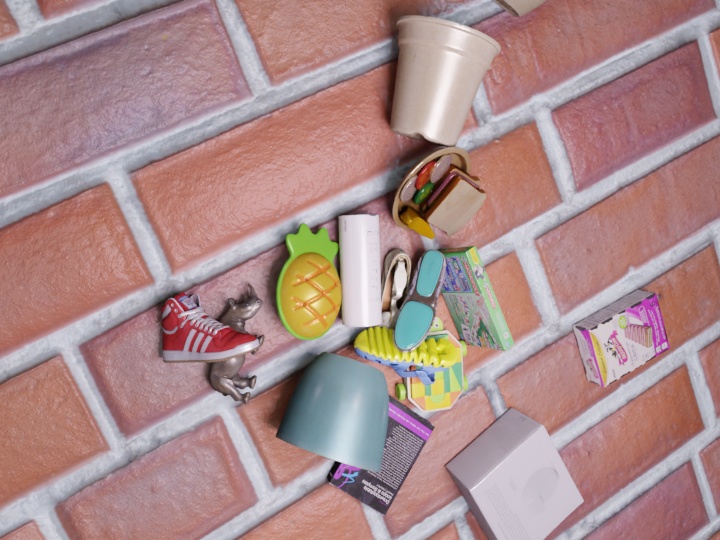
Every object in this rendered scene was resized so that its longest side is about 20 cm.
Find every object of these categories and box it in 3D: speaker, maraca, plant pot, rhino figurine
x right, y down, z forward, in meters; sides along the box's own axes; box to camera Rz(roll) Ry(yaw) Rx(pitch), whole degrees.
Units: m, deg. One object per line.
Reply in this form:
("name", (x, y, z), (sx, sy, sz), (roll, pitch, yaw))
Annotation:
("speaker", (0.000, 0.000, 1.028), (0.078, 0.081, 0.209), (-3, 94, -16))
("maraca", (-0.090, 0.021, 0.991), (0.134, 0.105, 0.209), (9, 81, -39))
("plant pot", (0.135, -0.333, 1.006), (0.193, 0.201, 0.190), (12, 102, -17))
("plant pot", (-0.035, 0.243, 0.981), (0.195, 0.200, 0.166), (22, 76, -17))
("rhino figurine", (-0.219, 0.126, 0.980), (0.084, 0.060, 0.208), (11, 89, 3))

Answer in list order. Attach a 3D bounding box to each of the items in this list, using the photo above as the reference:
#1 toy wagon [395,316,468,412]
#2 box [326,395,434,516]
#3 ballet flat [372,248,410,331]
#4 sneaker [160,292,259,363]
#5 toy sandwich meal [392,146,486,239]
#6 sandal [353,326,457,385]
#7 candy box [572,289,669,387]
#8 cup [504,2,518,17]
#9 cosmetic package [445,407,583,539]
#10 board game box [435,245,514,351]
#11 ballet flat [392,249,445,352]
("toy wagon", (0.143, 0.177, 1.106), (0.149, 0.039, 0.209), (-4, 95, -17))
("box", (0.041, 0.358, 1.090), (0.141, 0.036, 0.204), (34, 82, -15))
("ballet flat", (0.061, 0.061, 1.062), (0.065, 0.062, 0.209), (4, 93, -13))
("sneaker", (-0.260, 0.091, 0.923), (0.193, 0.071, 0.117), (-7, 91, 23))
("toy sandwich meal", (0.147, -0.135, 1.026), (0.201, 0.208, 0.071), (-31, 59, -13))
("sandal", (0.080, 0.167, 1.034), (0.193, 0.081, 0.089), (14, 128, 0))
("candy box", (0.583, 0.149, 1.228), (0.195, 0.061, 0.141), (-24, 101, -13))
("cup", (0.307, -0.578, 1.043), (0.196, 0.202, 0.145), (29, 111, -16))
("cosmetic package", (0.314, 0.439, 1.133), (0.197, 0.122, 0.203), (-35, 103, -13))
("board game box", (0.211, 0.054, 1.068), (0.029, 0.133, 0.206), (-28, 102, -24))
("ballet flat", (0.114, 0.064, 1.036), (0.071, 0.072, 0.206), (27, 72, -17))
